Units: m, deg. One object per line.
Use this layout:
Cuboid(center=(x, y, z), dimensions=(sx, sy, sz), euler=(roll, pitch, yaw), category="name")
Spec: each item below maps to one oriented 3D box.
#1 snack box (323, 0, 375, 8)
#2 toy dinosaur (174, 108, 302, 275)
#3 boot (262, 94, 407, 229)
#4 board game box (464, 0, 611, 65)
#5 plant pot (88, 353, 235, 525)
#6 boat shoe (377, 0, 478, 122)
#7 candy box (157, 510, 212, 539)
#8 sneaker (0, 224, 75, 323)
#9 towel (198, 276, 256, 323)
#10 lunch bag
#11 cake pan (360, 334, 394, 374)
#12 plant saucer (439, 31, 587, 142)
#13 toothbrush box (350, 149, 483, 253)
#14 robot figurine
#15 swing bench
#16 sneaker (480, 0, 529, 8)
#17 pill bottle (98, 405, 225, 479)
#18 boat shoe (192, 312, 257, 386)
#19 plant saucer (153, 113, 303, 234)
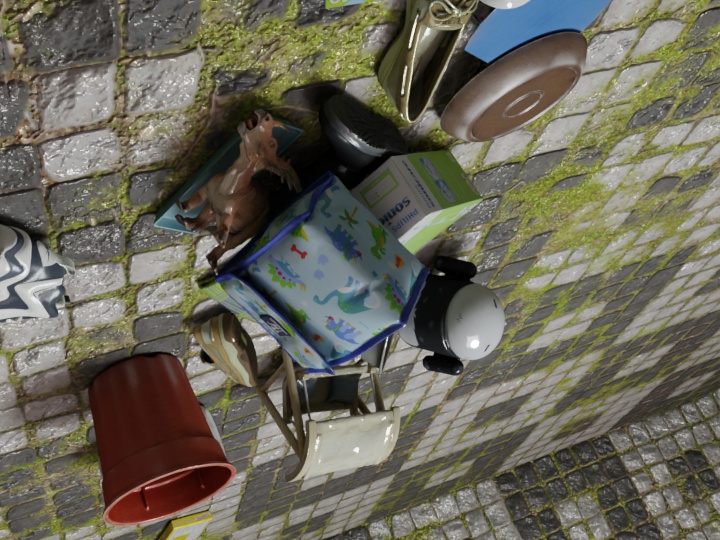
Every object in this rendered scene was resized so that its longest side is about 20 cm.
Cuboid(center=(0.034, -0.314, 0.767), dimensions=(0.140, 0.054, 0.201), euler=(-10, 153, -8), category="snack box")
Cuboid(center=(-0.128, -0.077, 1.032), dimensions=(0.135, 0.086, 0.200), euler=(-38, 171, -20), category="toy dinosaur")
Cuboid(center=(-0.060, -0.110, 1.087), dimensions=(0.199, 0.066, 0.164), euler=(-32, 157, 23), category="boot")
Cuboid(center=(0.190, -0.286, 0.999), dimensions=(0.157, 0.039, 0.199), euler=(-35, 164, 25), category="board game box")
Cuboid(center=(-0.311, 0.245, 1.387), dimensions=(0.198, 0.197, 0.201), euler=(-21, 155, -10), category="plant pot")
Cuboid(center=(0.077, -0.242, 0.951), dimensions=(0.072, 0.064, 0.201), euler=(-7, 148, -32), category="boat shoe")
Cuboid(center=(-0.432, 0.635, 2.236), dimensions=(0.101, 0.027, 0.200), euler=(-10, 151, -35), category="candy box")
Cuboid(center=(-0.396, 0.037, 1.040), dimensions=(0.199, 0.080, 0.129), euler=(-46, 140, 19), category="sneaker")
Cuboid(center=(-0.127, 0.019, 1.322), dimensions=(0.143, 0.023, 0.200), euler=(-31, 154, 12), category="towel")
Cuboid(center=(-0.054, 0.019, 1.050), dimensions=(0.199, 0.170, 0.128), euler=(-34, -163, 40), category="lunch bag")
Cuboid(center=(0.040, 0.051, 1.374), dimensions=(0.036, 0.202, 0.201), euler=(15, 152, 5), category="cake pan")
Cuboid(center=(0.189, -0.210, 1.117), dimensions=(0.198, 0.032, 0.200), euler=(-26, 167, -6), category="plant saucer")
Cuboid(center=(0.048, -0.071, 1.164), dimensions=(0.145, 0.087, 0.200), euler=(-38, 173, 27), category="toothbrush box")
Cuboid(center=(0.137, 0.072, 1.488), dimensions=(0.125, 0.198, 0.152), euler=(-43, 126, -32), category="robot figurine")
Cuboid(center=(-0.051, 0.241, 1.612), dimensions=(0.197, 0.202, 0.130), euler=(-3, 147, -40), category="swing bench")
Cuboid(center=(0.158, -0.325, 0.796), dimensions=(0.201, 0.073, 0.116), euler=(-55, 163, -26), category="sneaker")
Cuboid(center=(-0.341, 0.322, 1.606), dimensions=(0.198, 0.117, 0.117), euler=(-22, 155, -5), category="pill bottle")
Cuboid(center=(-0.207, 0.123, 1.415), dimensions=(0.075, 0.072, 0.201), euler=(-10, 147, 2), category="boat shoe")
Cuboid(center=(-0.154, -0.109, 1.055), dimensions=(0.200, 0.019, 0.070), euler=(-40, 151, 27), category="plant saucer")
